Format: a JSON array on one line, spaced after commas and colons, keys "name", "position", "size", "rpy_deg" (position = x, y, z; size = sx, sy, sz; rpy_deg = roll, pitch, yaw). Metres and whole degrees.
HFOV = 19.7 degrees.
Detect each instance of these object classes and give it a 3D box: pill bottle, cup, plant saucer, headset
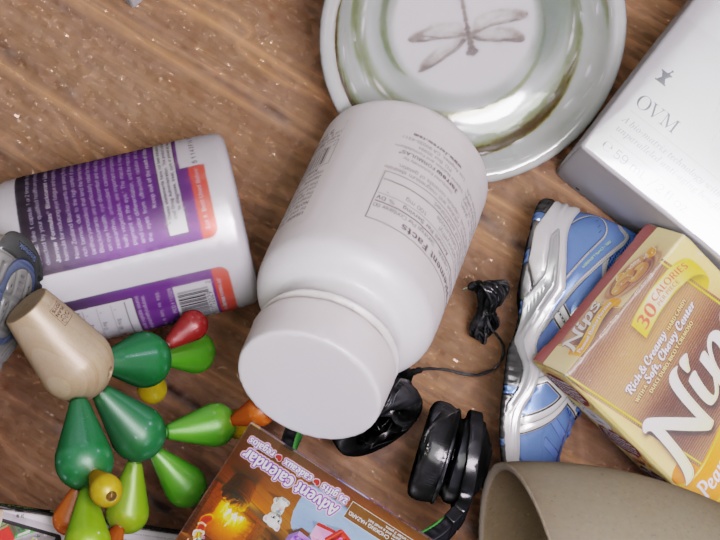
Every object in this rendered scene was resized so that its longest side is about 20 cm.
[{"name": "pill bottle", "position": [0.000, 0.000, 1.259], "size": [0.114, 0.115, 0.201], "rpy_deg": [24, 48, 0]}, {"name": "cup", "position": [0.165, 0.205, 1.236], "size": [0.142, 0.200, 0.202], "rpy_deg": [-7, 85, -11]}, {"name": "plant saucer", "position": [0.069, -0.157, 1.330], "size": [0.198, 0.050, 0.202], "rpy_deg": [-3, 113, -8]}, {"name": "pill bottle", "position": [-0.170, -0.012, 1.301], "size": [0.198, 0.111, 0.112], "rpy_deg": [-13, 86, -3]}, {"name": "headset", "position": [0.032, 0.091, 1.292], "size": [0.123, 0.094, 0.200], "rpy_deg": [32, 56, 13]}]

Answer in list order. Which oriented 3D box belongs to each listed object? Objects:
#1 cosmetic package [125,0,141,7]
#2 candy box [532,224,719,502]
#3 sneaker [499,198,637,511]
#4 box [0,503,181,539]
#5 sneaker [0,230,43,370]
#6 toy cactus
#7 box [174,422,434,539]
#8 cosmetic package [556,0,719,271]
[{"name": "cosmetic package", "position": [-0.090, -0.261, 1.305], "size": [0.200, 0.151, 0.052], "rpy_deg": [-43, 87, -4]}, {"name": "candy box", "position": [0.216, 0.081, 1.298], "size": [0.200, 0.055, 0.116], "rpy_deg": [44, 82, -21]}, {"name": "sneaker", "position": [0.131, 0.057, 1.322], "size": [0.076, 0.076, 0.202], "rpy_deg": [10, 86, 4]}, {"name": "box", "position": [-0.169, 0.205, 1.257], "size": [0.199, 0.035, 0.111], "rpy_deg": [17, 82, -45]}, {"name": "sneaker", "position": [-0.258, 0.065, 1.228], "size": [0.087, 0.074, 0.201], "rpy_deg": [19, 85, 22]}, {"name": "toy cactus", "position": [-0.141, 0.081, 1.217], "size": [0.165, 0.102, 0.200], "rpy_deg": [51, 47, -21]}, {"name": "box", "position": [-0.016, 0.197, 1.175], "size": [0.199, 0.039, 0.137], "rpy_deg": [31, 82, 14]}, {"name": "cosmetic package", "position": [0.267, -0.086, 1.316], "size": [0.199, 0.123, 0.200], "rpy_deg": [38, 84, 1]}]
